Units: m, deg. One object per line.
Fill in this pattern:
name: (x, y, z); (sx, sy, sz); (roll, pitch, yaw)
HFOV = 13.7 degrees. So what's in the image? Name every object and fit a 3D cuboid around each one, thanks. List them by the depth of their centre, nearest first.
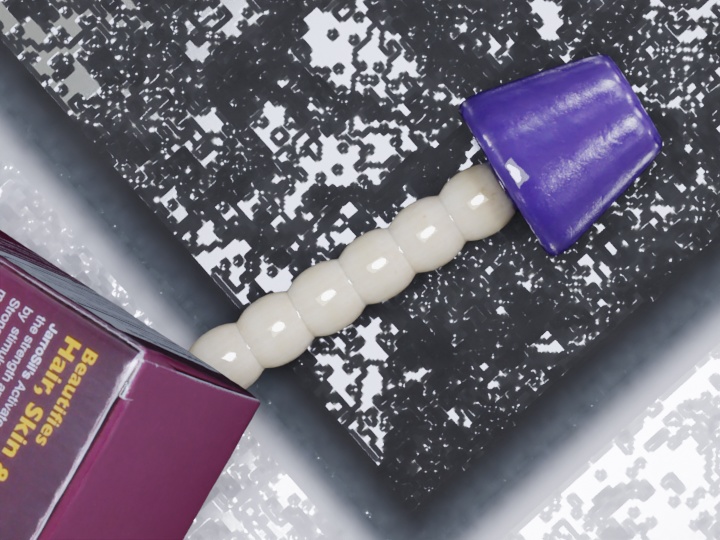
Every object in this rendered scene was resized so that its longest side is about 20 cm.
supplement box: (-0.145, 0.031, 0.884); (0.200, 0.086, 0.111); (31, 92, 25)
toy lamp: (0.000, 0.000, 0.923); (0.200, 0.058, 0.058); (-31, 88, 2)
